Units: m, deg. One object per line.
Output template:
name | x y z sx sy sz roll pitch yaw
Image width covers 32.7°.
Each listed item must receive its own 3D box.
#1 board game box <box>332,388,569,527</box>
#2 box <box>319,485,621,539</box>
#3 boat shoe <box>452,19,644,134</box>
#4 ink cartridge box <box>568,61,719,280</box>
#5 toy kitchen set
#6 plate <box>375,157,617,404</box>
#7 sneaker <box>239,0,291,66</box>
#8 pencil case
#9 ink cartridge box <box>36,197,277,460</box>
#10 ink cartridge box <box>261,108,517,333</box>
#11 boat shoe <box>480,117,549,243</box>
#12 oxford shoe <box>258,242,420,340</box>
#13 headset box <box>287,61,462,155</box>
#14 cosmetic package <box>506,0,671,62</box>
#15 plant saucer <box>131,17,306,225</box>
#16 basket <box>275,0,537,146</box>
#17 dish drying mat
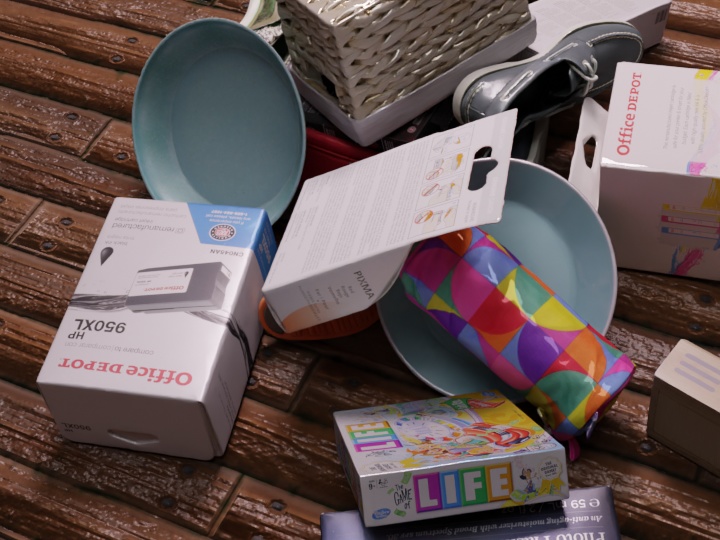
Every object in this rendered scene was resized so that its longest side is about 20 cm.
board game box | 0.055 0.127 0.862 0.133 0.035 0.200 -8 6 -6
box | 0.080 0.260 0.781 0.197 0.124 0.200 -7 50 3
boat shoe | 0.178 -0.163 1.077 0.198 0.074 0.062 -22 36 -20
ink cartridge box | 0.280 -0.082 1.038 0.197 0.126 0.130 8 51 15
toy kitchen set | 0.342 0.052 0.892 0.179 0.164 0.200 30 59 28
plate | 0.110 0.009 1.003 0.197 0.026 0.203 -1 84 10
sneaker | -0.073 -0.249 1.251 0.088 0.077 0.201 6 57 35
pencil case | 0.119 0.046 0.944 0.088 0.089 0.200 -40 77 -24
ink cartridge box | -0.161 0.043 1.020 0.143 0.085 0.202 5 51 12
ink cartridge box | 0.032 -0.041 0.955 0.198 0.050 0.163 -15 32 22
boat shoe | 0.131 -0.090 1.099 0.061 0.075 0.202 7 50 12
oxford shoe | 0.000 0.000 1.059 0.198 0.072 0.073 -22 28 -13
headset box | 0.006 -0.159 1.160 0.198 0.075 0.149 15 54 30
cosmetic package | 0.209 -0.230 1.190 0.199 0.051 0.082 -28 51 -35
plant saucer | -0.123 -0.127 1.116 0.198 0.202 0.036 24 21 26
basket | 0.035 -0.229 1.074 0.199 0.124 0.136 -33 46 -12
dish drying mat | -0.041 -0.096 1.126 0.198 0.077 0.018 21 54 23
